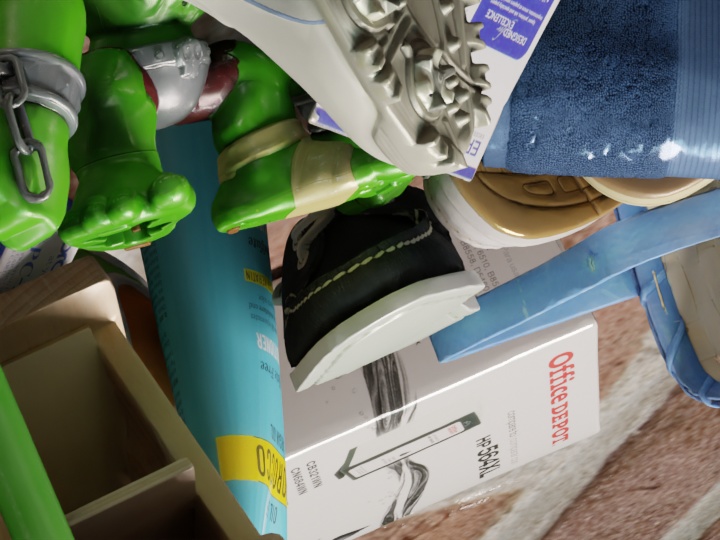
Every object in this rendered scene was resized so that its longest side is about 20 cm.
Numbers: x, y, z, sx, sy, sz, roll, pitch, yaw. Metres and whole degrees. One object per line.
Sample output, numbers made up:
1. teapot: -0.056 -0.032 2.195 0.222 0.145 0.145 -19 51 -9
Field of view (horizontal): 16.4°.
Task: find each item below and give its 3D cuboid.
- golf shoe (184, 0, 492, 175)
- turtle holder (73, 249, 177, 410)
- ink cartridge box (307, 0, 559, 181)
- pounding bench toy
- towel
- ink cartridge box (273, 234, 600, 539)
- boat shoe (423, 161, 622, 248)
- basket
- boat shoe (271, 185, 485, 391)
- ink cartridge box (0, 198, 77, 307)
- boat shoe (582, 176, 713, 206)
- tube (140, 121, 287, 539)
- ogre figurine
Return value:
1. golf shoe: -0.044 -0.103 0.656 0.097 0.200 0.078 -26 -166 33
2. turtle holder: -0.143 0.061 0.925 0.185 0.141 0.131 -40 154 29
3. ink cartridge box: 0.042 -0.129 0.725 0.099 0.039 0.201 17 101 -59
4. pounding bench toy: -0.096 0.083 0.721 0.124 0.156 0.200 -25 138 -17
5. towel: 0.123 -0.081 0.801 0.199 0.112 0.049 4 164 -1
6. ink cartridge box: 0.005 0.055 1.131 0.199 0.085 0.146 -23 157 -4
7. boat shoe: 0.066 -0.056 0.897 0.069 0.071 0.200 -31 -171 38
8. basket: 0.140 -0.014 0.968 0.199 0.140 0.176 -21 177 -29
9. boat shoe: 0.000 0.000 0.866 0.075 0.061 0.200 -27 177 -1
10. ink cartridge box: -0.171 0.039 0.823 0.044 0.094 0.200 -16 140 -58
11. boat shoe: 0.133 -0.094 0.870 0.200 0.071 0.065 -53 172 -23
12. tube: -0.049 0.031 0.874 0.050 0.201 0.077 -13 163 11
13. ogre figurine: -0.057 -0.070 0.736 0.199 0.120 0.098 -13 174 -36
